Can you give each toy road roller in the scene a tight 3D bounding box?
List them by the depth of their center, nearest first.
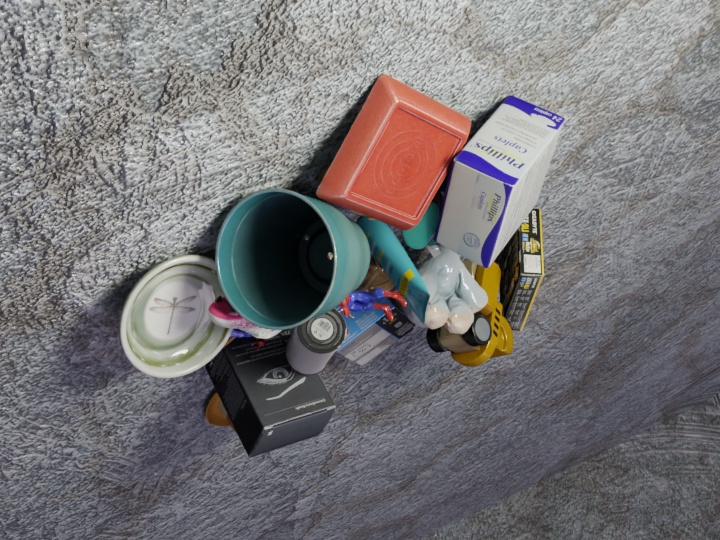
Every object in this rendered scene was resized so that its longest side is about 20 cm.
[{"bbox_3d":[0.223,0.088,1.906,0.146,0.201,0.123,31,149,-36],"label":"toy road roller"}]

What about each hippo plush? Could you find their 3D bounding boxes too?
[{"bbox_3d":[0.112,0.034,1.803,0.159,0.201,0.161,-25,180,-37],"label":"hippo plush"}]

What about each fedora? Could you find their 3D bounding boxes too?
[{"bbox_3d":[-0.199,0.262,1.920,0.200,0.082,0.201,-25,151,-15],"label":"fedora"}]

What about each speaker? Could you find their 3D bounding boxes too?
[{"bbox_3d":[-0.076,0.116,1.635,0.081,0.081,0.200,-23,170,-15],"label":"speaker"}]

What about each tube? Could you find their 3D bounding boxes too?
[{"bbox_3d":[0.060,-0.010,1.622,0.050,0.200,0.078,-24,150,-15],"label":"tube"}]

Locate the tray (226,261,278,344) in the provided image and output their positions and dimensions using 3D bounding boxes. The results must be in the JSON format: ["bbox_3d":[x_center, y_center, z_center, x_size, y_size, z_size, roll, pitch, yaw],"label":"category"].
[{"bbox_3d":[-0.194,0.050,1.640,0.200,0.037,0.099,-40,151,12],"label":"tray"}]

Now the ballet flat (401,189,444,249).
[{"bbox_3d":[0.105,-0.128,1.590,0.068,0.068,0.201,-63,162,-47],"label":"ballet flat"}]

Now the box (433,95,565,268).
[{"bbox_3d":[0.218,-0.141,1.573,0.200,0.105,0.184,-49,159,-38],"label":"box"}]

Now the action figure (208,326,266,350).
[{"bbox_3d":[-0.165,0.090,1.649,0.199,0.052,0.066,-16,143,-32],"label":"action figure"}]

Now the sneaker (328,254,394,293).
[{"bbox_3d":[0.000,0.000,1.716,0.199,0.071,0.076,-6,142,-40],"label":"sneaker"}]

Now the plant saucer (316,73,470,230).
[{"bbox_3d":[0.060,-0.161,1.459,0.200,0.037,0.200,18,107,-41],"label":"plant saucer"}]

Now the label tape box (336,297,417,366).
[{"bbox_3d":[0.007,0.099,1.886,0.144,0.063,0.200,-37,152,9],"label":"label tape box"}]

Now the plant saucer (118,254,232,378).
[{"bbox_3d":[-0.282,0.064,1.515,0.200,0.050,0.201,-18,121,-33],"label":"plant saucer"}]

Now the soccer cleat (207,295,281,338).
[{"bbox_3d":[-0.160,0.077,1.549,0.200,0.070,0.087,-11,127,-50],"label":"soccer cleat"}]

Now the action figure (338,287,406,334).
[{"bbox_3d":[-0.005,0.069,1.667,0.199,0.099,0.065,12,132,-37],"label":"action figure"}]

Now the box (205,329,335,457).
[{"bbox_3d":[-0.160,0.203,1.739,0.148,0.200,0.104,-11,148,-32],"label":"box"}]

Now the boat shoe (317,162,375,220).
[{"bbox_3d":[0.012,-0.107,1.549,0.072,0.076,0.200,-46,150,22],"label":"boat shoe"}]

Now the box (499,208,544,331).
[{"bbox_3d":[0.309,0.000,1.929,0.049,0.160,0.200,4,145,-2],"label":"box"}]

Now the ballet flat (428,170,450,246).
[{"bbox_3d":[0.140,-0.128,1.667,0.073,0.073,0.200,-17,142,-26],"label":"ballet flat"}]

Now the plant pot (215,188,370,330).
[{"bbox_3d":[-0.083,-0.021,1.492,0.200,0.200,0.188,-44,165,21],"label":"plant pot"}]
